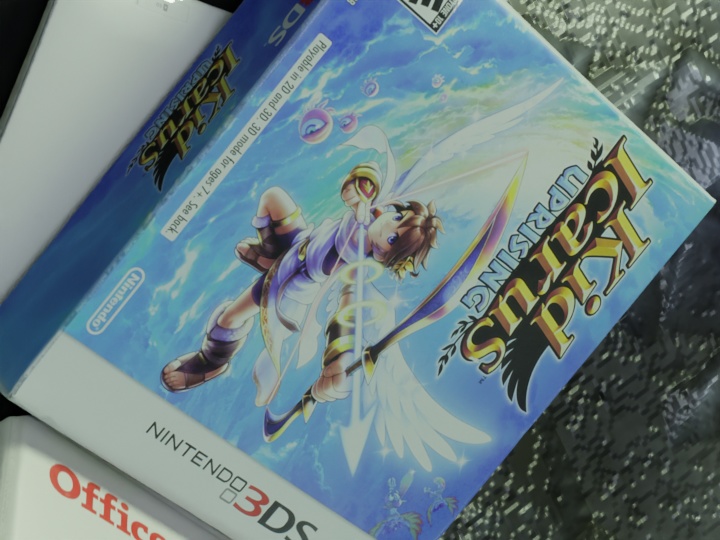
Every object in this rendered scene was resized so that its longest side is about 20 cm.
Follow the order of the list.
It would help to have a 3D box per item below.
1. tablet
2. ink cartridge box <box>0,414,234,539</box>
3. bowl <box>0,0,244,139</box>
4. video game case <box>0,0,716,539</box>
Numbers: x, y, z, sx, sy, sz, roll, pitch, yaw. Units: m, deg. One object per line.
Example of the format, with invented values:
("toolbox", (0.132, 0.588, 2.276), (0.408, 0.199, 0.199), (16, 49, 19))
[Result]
("tablet", (-0.037, -0.017, 0.758), (0.199, 0.014, 0.131), (16, 106, -32))
("ink cartridge box", (-0.092, 0.170, 0.702), (0.145, 0.084, 0.201), (38, 34, -34))
("bowl", (-0.082, -0.048, 0.752), (0.200, 0.039, 0.202), (-12, 119, -22))
("video game case", (0.000, 0.000, 0.750), (0.181, 0.045, 0.200), (37, 94, -37))
